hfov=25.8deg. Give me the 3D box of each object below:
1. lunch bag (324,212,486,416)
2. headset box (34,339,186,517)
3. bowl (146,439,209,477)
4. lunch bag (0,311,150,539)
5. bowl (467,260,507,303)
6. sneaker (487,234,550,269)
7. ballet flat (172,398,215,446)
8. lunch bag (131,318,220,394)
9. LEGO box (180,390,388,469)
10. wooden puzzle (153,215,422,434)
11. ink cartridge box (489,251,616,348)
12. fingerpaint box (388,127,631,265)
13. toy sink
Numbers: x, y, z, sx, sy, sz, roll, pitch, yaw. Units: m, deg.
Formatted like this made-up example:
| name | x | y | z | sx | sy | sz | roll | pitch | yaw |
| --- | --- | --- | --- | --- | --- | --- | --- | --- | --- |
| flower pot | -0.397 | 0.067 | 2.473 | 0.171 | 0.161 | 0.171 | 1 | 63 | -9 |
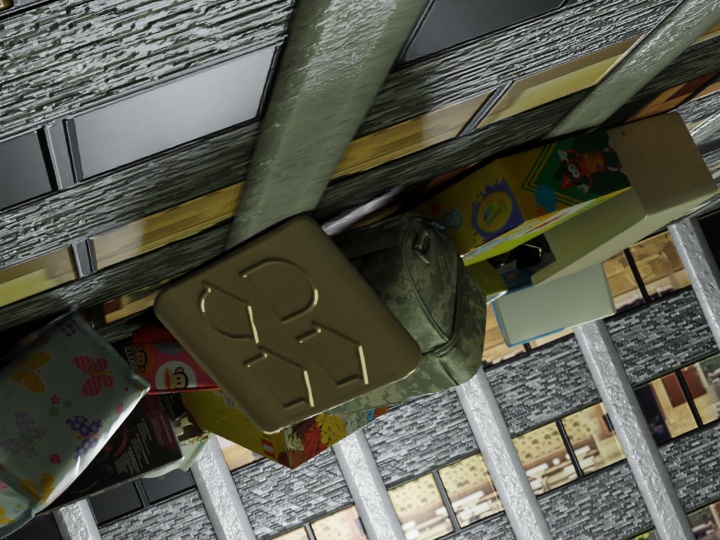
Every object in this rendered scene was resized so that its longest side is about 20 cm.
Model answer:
| name | x | y | z | sx | sy | sz | roll | pitch | yaw |
| --- | --- | --- | --- | --- | --- | --- | --- | --- | --- |
| lunch bag | 0.009 | 0.033 | 1.534 | 0.200 | 0.139 | 0.168 | -14 | 137 | 28 |
| headset box | -0.298 | 0.174 | 1.780 | 0.200 | 0.149 | 0.075 | -22 | 175 | -7 |
| bowl | -0.237 | 0.196 | 2.036 | 0.201 | 0.090 | 0.201 | -54 | -176 | 5 |
| lunch bag | -0.311 | 0.149 | 1.430 | 0.170 | 0.127 | 0.200 | -49 | -174 | -34 |
| bowl | 0.063 | 0.015 | 1.874 | 0.200 | 0.108 | 0.200 | -22 | 175 | -2 |
| sneaker | 0.206 | -0.046 | 1.960 | 0.200 | 0.084 | 0.077 | -20 | 175 | -42 |
| ballet flat | -0.217 | 0.187 | 1.919 | 0.200 | 0.076 | 0.064 | -24 | -168 | -24 |
| lunch bag | -0.139 | 0.087 | 1.687 | 0.176 | 0.082 | 0.200 | -3 | -178 | 11 |
| LEGO box | -0.093 | 0.137 | 1.815 | 0.149 | 0.077 | 0.200 | -28 | -151 | -33 |
| wooden puzzle | -0.066 | 0.049 | 1.467 | 0.200 | 0.185 | 0.046 | -28 | -158 | 33 |
| ink cartridge box | 0.229 | 0.000 | 2.024 | 0.144 | 0.084 | 0.200 | -18 | -154 | 2 |
| fingerpaint box | 0.146 | -0.065 | 1.618 | 0.167 | 0.073 | 0.200 | -19 | 173 | -39 |
| toy sink | 0.268 | -0.081 | 1.745 | 0.130 | 0.112 | 0.200 | -18 | 168 | -39 |
